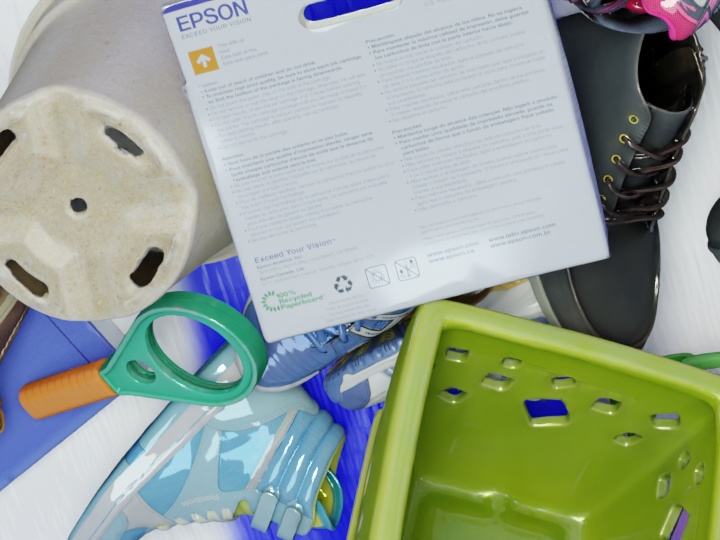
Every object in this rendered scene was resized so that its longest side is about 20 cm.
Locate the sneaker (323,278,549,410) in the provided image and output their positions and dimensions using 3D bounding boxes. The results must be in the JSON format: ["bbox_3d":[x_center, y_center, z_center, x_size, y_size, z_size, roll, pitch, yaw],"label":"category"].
[{"bbox_3d":[0.074,0.051,1.362,0.199,0.075,0.088,-26,104,21],"label":"sneaker"}]

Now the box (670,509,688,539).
[{"bbox_3d":[0.268,0.137,1.372,0.136,0.039,0.201,20,114,5],"label":"box"}]

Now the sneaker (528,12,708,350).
[{"bbox_3d":[0.144,-0.045,1.260,0.074,0.106,0.201,-10,93,-29],"label":"sneaker"}]

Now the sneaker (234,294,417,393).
[{"bbox_3d":[0.000,0.000,1.340,0.200,0.077,0.076,-43,99,13],"label":"sneaker"}]

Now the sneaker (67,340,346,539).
[{"bbox_3d":[-0.089,0.145,1.432,0.130,0.080,0.200,41,115,-4],"label":"sneaker"}]

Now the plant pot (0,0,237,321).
[{"bbox_3d":[-0.135,-0.065,1.301,0.199,0.184,0.202,4,112,10],"label":"plant pot"}]

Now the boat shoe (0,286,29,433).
[{"bbox_3d":[-0.257,0.082,1.430,0.072,0.072,0.200,27,106,-33],"label":"boat shoe"}]

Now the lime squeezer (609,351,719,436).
[{"bbox_3d":[0.181,0.081,1.346,0.038,0.071,0.200,-11,149,-24],"label":"lime squeezer"}]

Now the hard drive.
[{"bbox_3d":[-0.251,0.073,1.467,0.200,0.025,0.132,-38,100,22],"label":"hard drive"}]

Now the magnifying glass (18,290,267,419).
[{"bbox_3d":[-0.136,0.060,1.372,0.199,0.022,0.080,-17,122,43],"label":"magnifying glass"}]

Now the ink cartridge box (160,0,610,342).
[{"bbox_3d":[0.015,-0.078,1.208,0.198,0.041,0.201,-13,112,8],"label":"ink cartridge box"}]

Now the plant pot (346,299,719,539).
[{"bbox_3d":[0.087,0.156,1.286,0.199,0.200,0.182,16,153,-8],"label":"plant pot"}]

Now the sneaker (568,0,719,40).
[{"bbox_3d":[0.127,-0.164,1.193,0.081,0.200,0.075,39,79,-23],"label":"sneaker"}]

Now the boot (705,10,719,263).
[{"bbox_3d":[0.212,-0.125,1.265,0.164,0.066,0.200,-35,103,14],"label":"boot"}]
